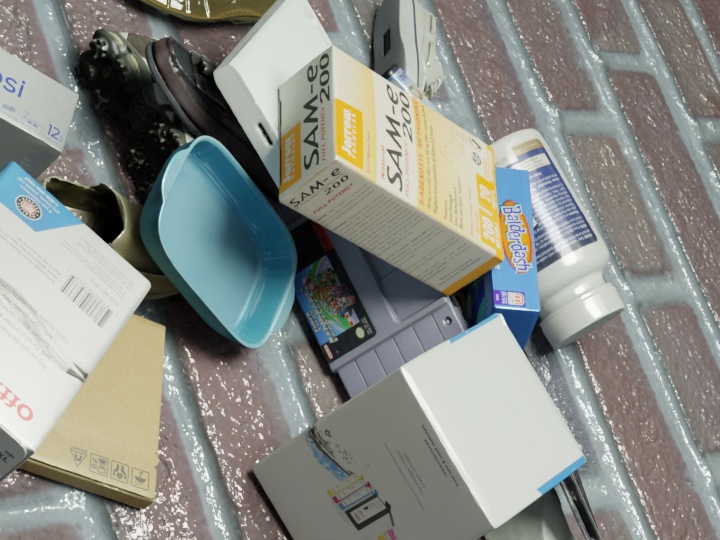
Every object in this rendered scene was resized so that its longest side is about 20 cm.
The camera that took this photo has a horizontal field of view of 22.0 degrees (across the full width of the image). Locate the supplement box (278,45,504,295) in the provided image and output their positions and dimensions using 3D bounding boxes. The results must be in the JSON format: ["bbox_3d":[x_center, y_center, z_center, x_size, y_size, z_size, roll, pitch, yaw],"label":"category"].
[{"bbox_3d":[0.026,-0.081,1.549,0.199,0.073,0.127,28,44,-35],"label":"supplement box"}]

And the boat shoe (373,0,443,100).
[{"bbox_3d":[0.050,-0.199,1.869,0.065,0.072,0.201,23,40,-23],"label":"boat shoe"}]

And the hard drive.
[{"bbox_3d":[-0.057,-0.154,1.609,0.133,0.026,0.200,59,26,-16],"label":"hard drive"}]

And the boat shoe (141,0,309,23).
[{"bbox_3d":[-0.145,-0.267,1.750,0.199,0.063,0.074,-1,87,-36],"label":"boat shoe"}]

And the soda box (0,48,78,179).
[{"bbox_3d":[-0.329,-0.151,1.482,0.199,0.063,0.069,30,47,-24],"label":"soda box"}]

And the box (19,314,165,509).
[{"bbox_3d":[-0.242,0.081,1.430,0.199,0.021,0.165,23,48,-29],"label":"box"}]

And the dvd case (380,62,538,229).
[{"bbox_3d":[0.062,-0.088,1.741,0.200,0.143,0.018,48,56,-5],"label":"dvd case"}]

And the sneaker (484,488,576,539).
[{"bbox_3d":[0.174,0.253,1.669,0.115,0.073,0.201,29,39,-45],"label":"sneaker"}]

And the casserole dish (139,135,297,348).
[{"bbox_3d":[-0.120,-0.022,1.538,0.200,0.039,0.122,52,49,-41],"label":"casserole dish"}]

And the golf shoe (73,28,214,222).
[{"bbox_3d":[-0.163,-0.127,1.610,0.094,0.078,0.201,-17,75,-48],"label":"golf shoe"}]

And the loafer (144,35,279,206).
[{"bbox_3d":[-0.108,-0.136,1.586,0.200,0.063,0.072,50,21,-40],"label":"loafer"}]

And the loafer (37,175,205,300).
[{"bbox_3d":[-0.202,-0.028,1.507,0.199,0.068,0.076,10,56,-40],"label":"loafer"}]

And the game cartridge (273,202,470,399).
[{"bbox_3d":[0.000,0.000,1.633,0.201,0.129,0.038,63,15,13],"label":"game cartridge"}]

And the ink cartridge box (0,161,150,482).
[{"bbox_3d":[-0.266,0.040,1.354,0.144,0.084,0.200,42,41,-11],"label":"ink cartridge box"}]

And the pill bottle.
[{"bbox_3d":[0.176,-0.029,1.829,0.111,0.111,0.201,-18,75,-48],"label":"pill bottle"}]

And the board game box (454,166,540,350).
[{"bbox_3d":[0.114,0.028,1.665,0.045,0.201,0.153,5,55,-9],"label":"board game box"}]

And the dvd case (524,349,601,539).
[{"bbox_3d":[0.169,0.143,1.666,0.200,0.016,0.150,-101,167,-65],"label":"dvd case"}]

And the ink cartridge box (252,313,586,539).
[{"bbox_3d":[0.046,0.158,1.507,0.147,0.200,0.145,-26,83,-49],"label":"ink cartridge box"}]
